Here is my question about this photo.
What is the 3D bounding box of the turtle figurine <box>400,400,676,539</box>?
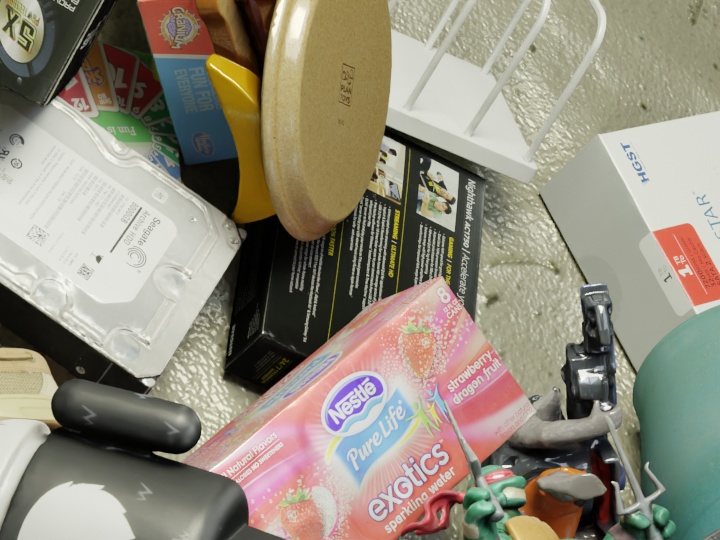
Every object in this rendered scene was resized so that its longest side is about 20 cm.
[{"bbox_3d":[0.107,0.164,1.495,0.149,0.101,0.200,-7,62,-40],"label":"turtle figurine"}]

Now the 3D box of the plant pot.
[{"bbox_3d":[0.260,0.127,1.723,0.200,0.200,0.188,10,40,-31],"label":"plant pot"}]

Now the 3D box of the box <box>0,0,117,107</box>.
[{"bbox_3d":[-0.237,-0.187,1.567,0.200,0.086,0.164,29,10,-6],"label":"box"}]

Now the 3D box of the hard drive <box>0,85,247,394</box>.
[{"bbox_3d":[-0.177,-0.028,1.574,0.200,0.038,0.140,36,48,-6],"label":"hard drive"}]

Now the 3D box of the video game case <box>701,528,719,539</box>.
[{"bbox_3d":[0.209,0.256,1.578,0.025,0.200,0.181,-30,80,-29],"label":"video game case"}]

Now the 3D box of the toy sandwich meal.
[{"bbox_3d":[-0.041,-0.117,1.617,0.070,0.206,0.205,7,44,19],"label":"toy sandwich meal"}]

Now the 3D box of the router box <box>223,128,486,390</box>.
[{"bbox_3d":[0.000,0.000,1.705,0.149,0.051,0.200,26,49,-22],"label":"router box"}]

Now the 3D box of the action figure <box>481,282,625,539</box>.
[{"bbox_3d":[0.107,0.112,1.637,0.104,0.201,0.194,-2,19,2],"label":"action figure"}]

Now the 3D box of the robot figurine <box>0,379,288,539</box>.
[{"bbox_3d":[-0.134,0.151,1.421,0.199,0.125,0.151,17,62,9],"label":"robot figurine"}]

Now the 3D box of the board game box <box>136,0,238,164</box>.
[{"bbox_3d":[-0.106,-0.190,1.685,0.040,0.153,0.200,-8,53,4],"label":"board game box"}]

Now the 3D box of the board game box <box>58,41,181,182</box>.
[{"bbox_3d":[-0.153,-0.050,1.648,0.095,0.030,0.201,12,57,-29],"label":"board game box"}]

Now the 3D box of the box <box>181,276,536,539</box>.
[{"bbox_3d":[-0.012,0.104,1.554,0.200,0.095,0.103,-38,96,-31],"label":"box"}]

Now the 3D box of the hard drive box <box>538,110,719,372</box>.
[{"bbox_3d":[0.244,-0.023,1.882,0.200,0.077,0.156,-14,69,-41],"label":"hard drive box"}]

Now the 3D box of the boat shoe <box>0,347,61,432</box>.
[{"bbox_3d":[-0.247,0.067,1.472,0.200,0.071,0.065,10,50,-43],"label":"boat shoe"}]

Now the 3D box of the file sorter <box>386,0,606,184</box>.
[{"bbox_3d":[0.040,-0.170,1.770,0.200,0.125,0.139,22,25,-23],"label":"file sorter"}]
